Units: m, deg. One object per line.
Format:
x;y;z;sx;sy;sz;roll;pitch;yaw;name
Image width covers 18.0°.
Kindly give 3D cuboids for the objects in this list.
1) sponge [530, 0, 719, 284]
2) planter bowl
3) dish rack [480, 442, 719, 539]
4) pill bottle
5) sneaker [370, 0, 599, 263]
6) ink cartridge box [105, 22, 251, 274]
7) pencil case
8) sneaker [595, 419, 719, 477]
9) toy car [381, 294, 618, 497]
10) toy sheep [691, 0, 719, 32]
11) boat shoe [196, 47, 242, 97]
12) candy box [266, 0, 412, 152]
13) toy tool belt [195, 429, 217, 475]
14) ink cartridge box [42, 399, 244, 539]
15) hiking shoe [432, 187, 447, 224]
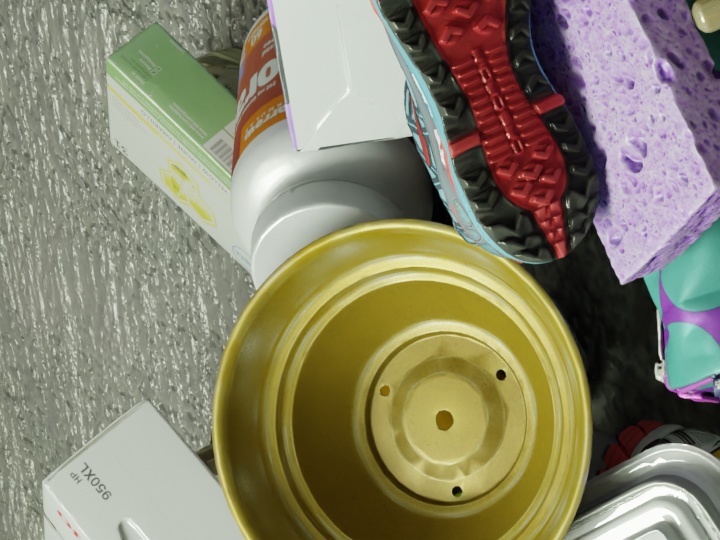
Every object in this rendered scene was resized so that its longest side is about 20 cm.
0.106;-0.106;1.006;0.201;0.030;0.112;67;159;14;sponge
0.032;0.077;1.146;0.199;0.083;0.202;-1;88;22;planter bowl
0.147;0.201;1.116;0.171;0.044;0.201;-32;91;31;dish rack
-0.015;-0.062;1.249;0.201;0.111;0.113;-90;8;-52;pill bottle
0.038;-0.096;1.038;0.095;0.079;0.201;169;84;-72;sneaker
-0.095;-0.050;1.437;0.145;0.048;0.200;43;158;16;ink cartridge box
0.155;-0.038;1.076;0.085;0.092;0.201;17;-127;-73;pencil case
0.177;0.176;1.149;0.082;0.078;0.201;-1;108;49;sneaker
0.064;0.119;1.262;0.201;0.174;0.150;64;-177;18;toy car
0.178;-0.179;0.934;0.138;0.137;0.201;-52;53;54;toy sheep
-0.066;-0.098;1.445;0.200;0.065;0.073;26;125;53;boat shoe
-0.016;-0.188;1.181;0.201;0.071;0.169;-95;-3;-54;candy box
-0.048;0.133;1.399;0.200;0.122;0.126;79;167;-76;toy tool belt
-0.119;0.179;1.387;0.145;0.084;0.200;48;163;8;ink cartridge box
0.000;0.000;1.383;0.200;0.074;0.087;-34;42;52;hiking shoe
